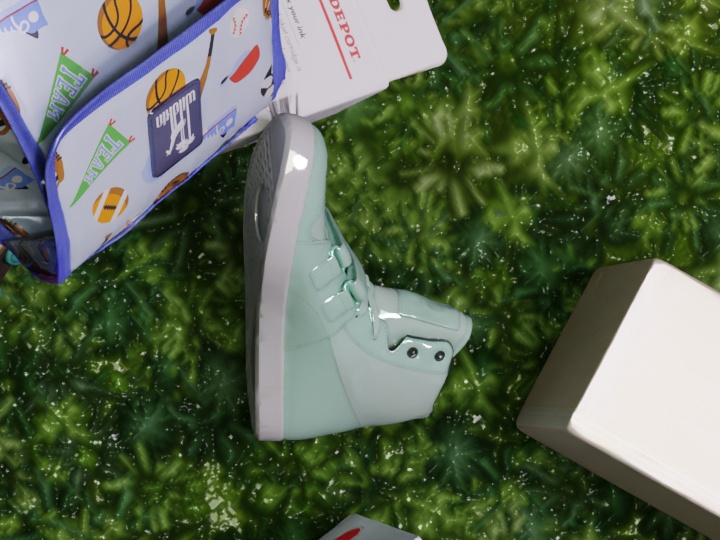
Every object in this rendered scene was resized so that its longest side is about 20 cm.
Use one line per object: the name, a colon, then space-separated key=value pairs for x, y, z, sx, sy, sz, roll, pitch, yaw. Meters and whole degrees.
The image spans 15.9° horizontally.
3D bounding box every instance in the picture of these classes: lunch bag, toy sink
lunch bag: x=-0.136 y=-0.118 z=1.231 sx=0.170 sy=0.124 sz=0.200 roll=-42 pitch=119 yaw=-29
toy sink: x=0.206 y=0.084 z=1.399 sx=0.200 sy=0.130 sz=0.112 roll=30 pitch=84 yaw=-6

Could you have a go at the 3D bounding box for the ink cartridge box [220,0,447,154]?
ink cartridge box: x=-0.066 y=-0.126 z=1.375 sx=0.200 sy=0.067 sz=0.116 roll=-20 pitch=88 yaw=-30

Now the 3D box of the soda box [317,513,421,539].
soda box: x=0.008 y=0.174 z=1.329 sx=0.064 sy=0.200 sz=0.068 roll=-38 pitch=94 yaw=-9

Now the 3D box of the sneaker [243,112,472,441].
sneaker: x=0.000 y=0.000 z=1.366 sx=0.118 sy=0.074 sz=0.201 roll=-4 pitch=127 yaw=-8

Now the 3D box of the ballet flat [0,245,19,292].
ballet flat: x=-0.209 y=-0.014 z=1.372 sx=0.067 sy=0.068 sz=0.200 roll=33 pitch=82 yaw=1
